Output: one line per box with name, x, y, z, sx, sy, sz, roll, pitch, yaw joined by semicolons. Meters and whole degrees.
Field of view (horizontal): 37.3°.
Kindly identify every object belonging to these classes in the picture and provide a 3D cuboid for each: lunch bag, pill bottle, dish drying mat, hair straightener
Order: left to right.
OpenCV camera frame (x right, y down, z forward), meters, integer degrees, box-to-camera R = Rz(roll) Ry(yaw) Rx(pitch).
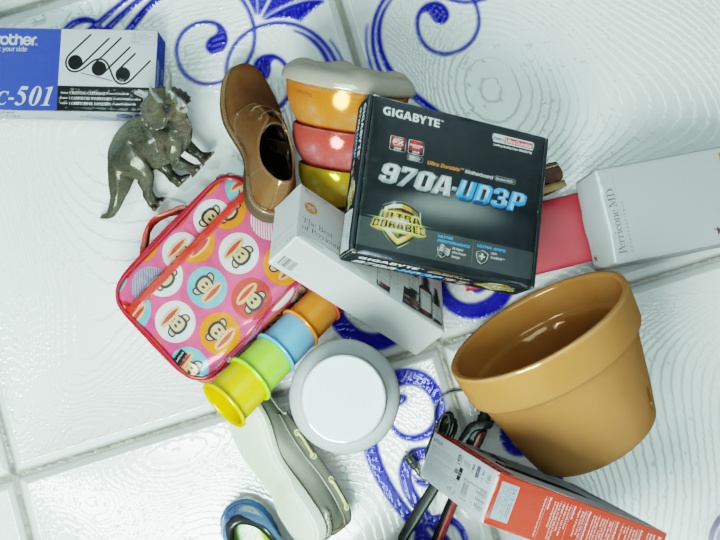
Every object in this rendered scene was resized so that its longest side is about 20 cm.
lunch bag;-0.161;0.001;1.154;0.176;0.082;0.200;43;86;8
pill bottle;-0.015;0.125;1.075;0.109;0.200;0.113;0;86;1
hair straightener;0.083;0.207;1.144;0.076;0.041;0.202;25;87;4
dish drying mat;0.203;-0.037;1.172;0.197;0.018;0.078;-14;86;2

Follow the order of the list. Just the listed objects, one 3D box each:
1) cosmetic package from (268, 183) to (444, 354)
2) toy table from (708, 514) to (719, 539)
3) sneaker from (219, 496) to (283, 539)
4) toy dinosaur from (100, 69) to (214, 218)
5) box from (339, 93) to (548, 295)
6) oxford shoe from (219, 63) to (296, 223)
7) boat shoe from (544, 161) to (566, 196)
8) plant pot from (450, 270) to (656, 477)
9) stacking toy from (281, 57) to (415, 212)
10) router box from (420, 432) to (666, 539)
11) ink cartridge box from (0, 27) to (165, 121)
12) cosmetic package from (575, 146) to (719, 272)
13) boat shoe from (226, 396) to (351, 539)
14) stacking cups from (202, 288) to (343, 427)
cosmetic package;0.000;0.000;1.095;0.199;0.083;0.051;33;125;-27
toy table;0.471;0.299;1.087;0.197;0.117;0.187;-5;85;1
sneaker;-0.086;0.334;1.117;0.078;0.089;0.201;-38;87;-1
toy dinosaur;-0.227;-0.132;1.161;0.199;0.077;0.102;-34;106;34
box;0.084;-0.072;1.061;0.197;0.046;0.162;12;78;-17
oxford shoe;-0.101;-0.153;1.140;0.070;0.072;0.202;-4;58;-25
boat shoe;0.121;-0.093;1.152;0.197;0.070;0.071;-14;89;1
plant pot;0.209;0.113;1.082;0.198;0.200;0.141;-30;101;-1
stacking toy;-0.025;-0.121;1.151;0.144;0.146;0.203;10;104;3
router box;0.170;0.226;1.042;0.177;0.200;0.050;22;87;-13
ink cartridge box;-0.321;-0.218;1.191;0.196;0.044;0.096;1;84;2
cosmetic package;0.340;-0.069;1.130;0.197;0.071;0.103;-12;85;-7
boat shoe;-0.080;0.196;1.142;0.060;0.072;0.203;-18;68;-39
stacking cups;-0.079;0.075;1.128;0.060;0.061;0.200;41;62;4
